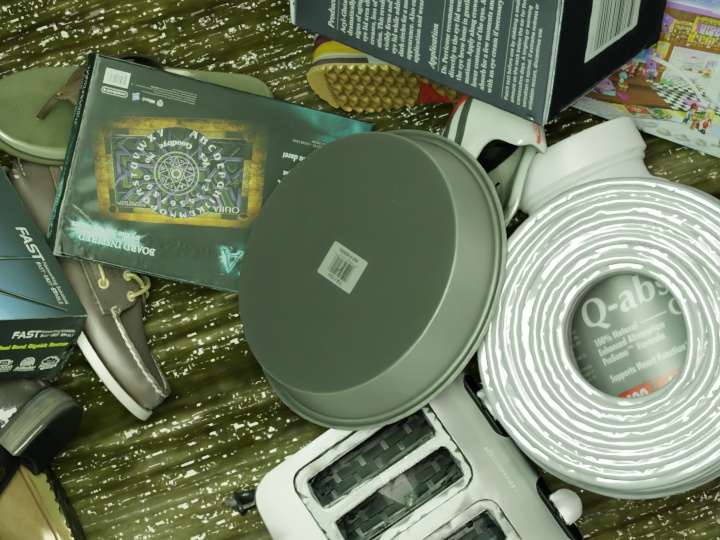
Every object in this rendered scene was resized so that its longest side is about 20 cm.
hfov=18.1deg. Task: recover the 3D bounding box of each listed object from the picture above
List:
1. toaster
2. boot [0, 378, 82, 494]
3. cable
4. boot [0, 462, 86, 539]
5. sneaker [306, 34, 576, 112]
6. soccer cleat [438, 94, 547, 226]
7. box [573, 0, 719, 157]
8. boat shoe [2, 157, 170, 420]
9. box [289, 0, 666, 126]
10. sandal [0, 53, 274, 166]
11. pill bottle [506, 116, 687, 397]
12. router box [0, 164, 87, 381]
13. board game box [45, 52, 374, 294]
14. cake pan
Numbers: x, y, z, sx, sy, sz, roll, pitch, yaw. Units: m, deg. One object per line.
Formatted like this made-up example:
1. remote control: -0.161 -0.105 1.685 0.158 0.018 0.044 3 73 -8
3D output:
1. toaster: 0.035 0.169 1.479 0.200 0.119 0.181 -34 83 -2
2. boot: -0.297 0.093 1.483 0.200 0.069 0.174 -42 69 -17
3. cable: 0.169 0.042 1.400 0.199 0.069 0.201 24 93 12
4. boot: -0.294 0.185 1.518 0.199 0.066 0.176 -29 71 -2
5. sneaker: 0.063 -0.158 1.522 0.199 0.075 0.090 4 64 16
6. soccer cleat: 0.061 -0.041 1.480 0.068 0.085 0.200 14 127 -27
7. box: 0.231 -0.149 1.510 0.199 0.039 0.137 20 127 4
8. boat shoe: -0.179 0.005 1.529 0.059 0.072 0.200 -31 78 1
9. box: 0.076 -0.194 1.433 0.199 0.148 0.105 25 129 27
10. sandal: -0.157 -0.120 1.529 0.200 0.057 0.080 -5 55 -10
11. pill bottle: 0.177 0.010 1.494 0.115 0.116 0.201 -24 83 -1
12. router box: -0.285 -0.016 1.450 0.200 0.149 0.062 56 129 31
13. board game box: -0.099 -0.056 1.507 0.199 0.028 0.136 13 92 -21
14. cake pan: 0.000 0.000 1.432 0.200 0.037 0.201 -15 64 33
